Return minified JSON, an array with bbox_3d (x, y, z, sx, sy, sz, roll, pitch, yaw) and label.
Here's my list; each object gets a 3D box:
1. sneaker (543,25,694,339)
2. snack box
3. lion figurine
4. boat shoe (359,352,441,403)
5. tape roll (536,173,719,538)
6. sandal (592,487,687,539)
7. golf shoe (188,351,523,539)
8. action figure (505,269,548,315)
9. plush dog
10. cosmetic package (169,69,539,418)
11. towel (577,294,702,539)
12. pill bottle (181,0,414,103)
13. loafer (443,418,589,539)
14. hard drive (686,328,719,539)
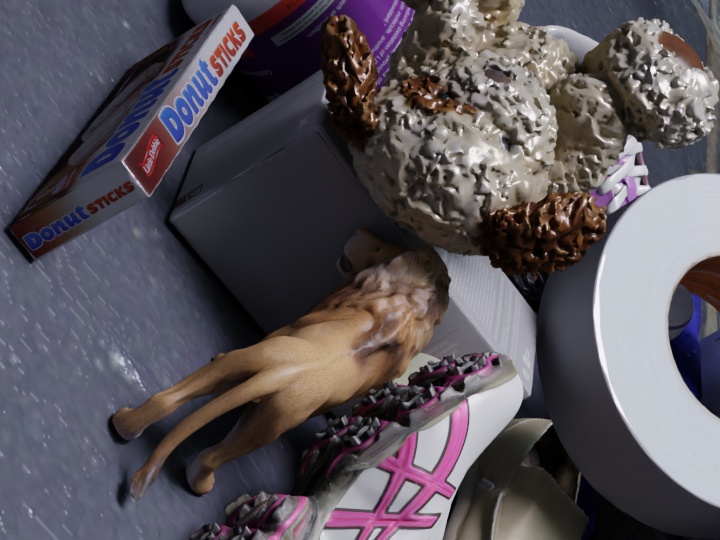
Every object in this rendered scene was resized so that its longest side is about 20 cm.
[{"bbox_3d":[0.151,-0.058,1.287,0.072,0.114,0.201,-28,76,-42],"label":"sneaker"},{"bbox_3d":[-0.109,-0.072,1.049,0.024,0.072,0.200,55,25,-17],"label":"snack box"},{"bbox_3d":[-0.029,0.048,1.018,0.073,0.122,0.200,58,25,-7],"label":"lion figurine"},{"bbox_3d":[0.002,0.131,1.060,0.071,0.063,0.201,22,49,-2],"label":"boat shoe"},{"bbox_3d":[0.201,0.049,1.213,0.199,0.066,0.202,10,68,-25],"label":"tape roll"},{"bbox_3d":[0.172,0.177,1.250,0.043,0.076,0.202,-1,95,-41],"label":"sandal"},{"bbox_3d":[0.006,0.117,0.988,0.200,0.073,0.092,-39,103,-19],"label":"golf shoe"},{"bbox_3d":[0.126,-0.012,1.396,0.103,0.118,0.200,64,30,-5],"label":"action figure"},{"bbox_3d":[0.059,-0.072,1.089,0.199,0.161,0.172,35,35,11],"label":"plush dog"},{"bbox_3d":[0.000,0.000,1.147,0.200,0.106,0.090,54,24,-20],"label":"cosmetic package"},{"bbox_3d":[0.173,0.091,1.368,0.049,0.148,0.200,20,33,-5],"label":"towel"},{"bbox_3d":[-0.008,-0.132,1.260,0.200,0.112,0.113,46,29,-31],"label":"pill bottle"},{"bbox_3d":[0.092,0.150,1.212,0.076,0.068,0.201,46,28,-28],"label":"loafer"},{"bbox_3d":[0.219,0.124,1.325,0.026,0.132,0.201,28,57,-16],"label":"hard drive"}]
